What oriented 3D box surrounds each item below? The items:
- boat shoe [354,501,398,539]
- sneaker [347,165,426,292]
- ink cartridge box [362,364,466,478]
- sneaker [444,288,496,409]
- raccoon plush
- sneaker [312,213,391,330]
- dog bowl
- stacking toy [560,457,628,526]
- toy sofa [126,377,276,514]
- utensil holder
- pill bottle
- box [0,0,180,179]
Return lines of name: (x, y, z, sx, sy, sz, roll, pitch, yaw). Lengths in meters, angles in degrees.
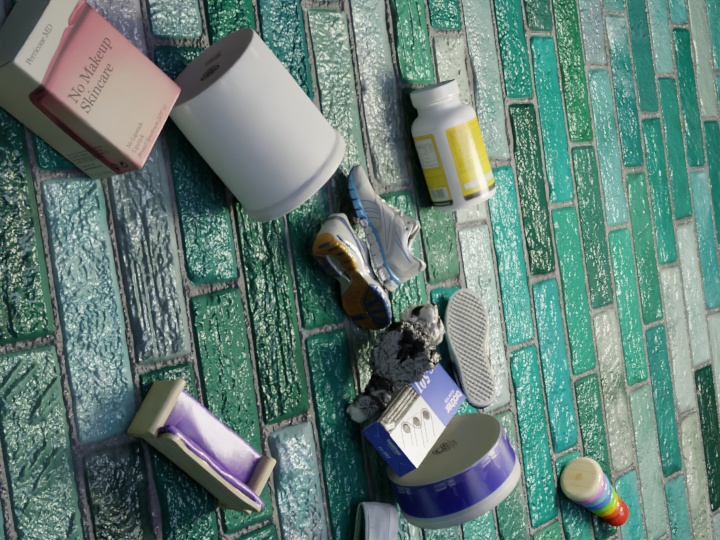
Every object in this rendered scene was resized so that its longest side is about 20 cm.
boat shoe: (0.007, 0.447, 1.625, 0.068, 0.072, 0.203, 16, 80, -22)
sneaker: (0.043, -0.074, 1.661, 0.202, 0.086, 0.075, 68, 10, 10)
ink cartridge box: (0.087, 0.223, 1.697, 0.094, 0.044, 0.200, 50, 39, -4)
sneaker: (0.183, 0.136, 1.834, 0.080, 0.077, 0.203, 87, -4, -72)
raccoon plush: (0.050, 0.129, 1.680, 0.097, 0.199, 0.134, 50, 17, -4)
sneaker: (0.000, 0.000, 1.654, 0.201, 0.074, 0.089, 62, 30, -34)
dog bowl: (0.142, 0.307, 1.680, 0.200, 0.199, 0.080, -38, 110, -41)
stacking toy: (0.461, 0.440, 2.100, 0.200, 0.084, 0.086, 46, 55, -42)
toy sofa: (-0.195, 0.229, 1.407, 0.200, 0.097, 0.083, 47, 56, -31)
utensil holder: (-0.143, -0.195, 1.454, 0.200, 0.169, 0.171, 50, 54, -29)
pill bottle: (0.148, -0.207, 1.800, 0.112, 0.111, 0.203, -30, 108, -43)
box: (-0.335, -0.222, 1.296, 0.200, 0.108, 0.129, 41, 59, -36)
